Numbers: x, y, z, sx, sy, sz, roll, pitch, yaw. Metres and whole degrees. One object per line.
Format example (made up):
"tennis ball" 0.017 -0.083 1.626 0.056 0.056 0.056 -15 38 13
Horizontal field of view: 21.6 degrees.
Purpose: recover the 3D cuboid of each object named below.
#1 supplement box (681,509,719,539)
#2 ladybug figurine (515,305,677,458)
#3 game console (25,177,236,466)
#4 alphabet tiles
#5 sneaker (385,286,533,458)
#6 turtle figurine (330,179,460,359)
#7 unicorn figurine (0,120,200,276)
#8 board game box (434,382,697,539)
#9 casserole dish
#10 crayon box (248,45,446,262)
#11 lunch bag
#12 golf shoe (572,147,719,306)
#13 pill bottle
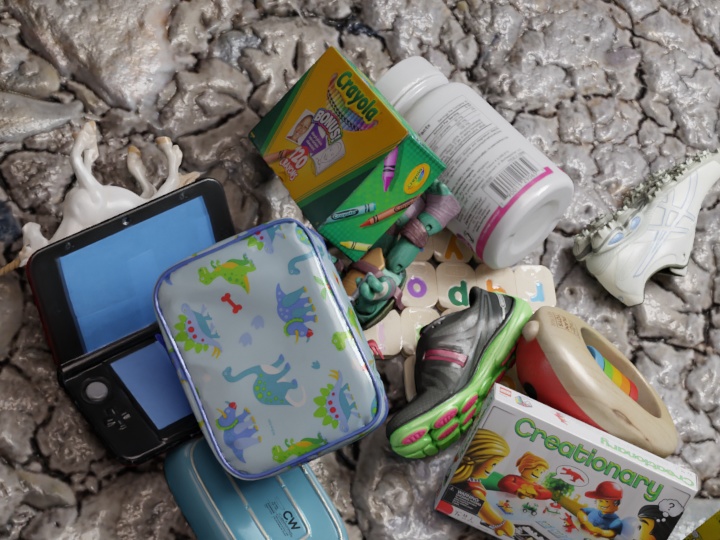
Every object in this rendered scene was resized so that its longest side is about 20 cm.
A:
"supplement box" 0.380 0.233 1.662 0.109 0.200 0.109 -29 74 -27
"ladybug figurine" 0.208 0.111 1.716 0.200 0.072 0.136 41 20 -25
"game console" -0.164 0.043 1.635 0.199 0.119 0.172 -26 56 -26
"alphabet tiles" 0.092 0.038 1.781 0.199 0.015 0.197 2 63 -16
"sneaker" 0.079 0.092 1.710 0.084 0.077 0.200 29 54 19
"turtle figurine" 0.000 0.000 1.713 0.149 0.101 0.200 20 62 45
"unicorn figurine" -0.232 -0.058 1.694 0.199 0.074 0.138 4 74 -21
"board game box" 0.181 0.196 1.669 0.199 0.127 0.035 24 24 -4
"casserole dish" -0.086 0.202 1.632 0.121 0.039 0.201 -26 75 -26
"crayon box" -0.015 -0.108 1.702 0.058 0.119 0.200 39 8 -35
"lunch bag" -0.078 0.067 1.586 0.160 0.082 0.201 -25 84 3
"golf shoe" 0.301 -0.042 1.864 0.200 0.078 0.097 -38 96 -23
"pill bottle" 0.096 -0.105 1.789 0.113 0.114 0.200 -34 67 -28
